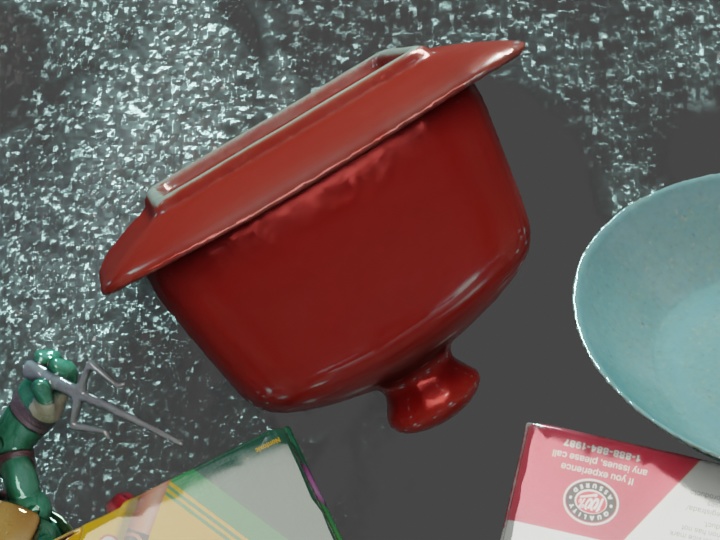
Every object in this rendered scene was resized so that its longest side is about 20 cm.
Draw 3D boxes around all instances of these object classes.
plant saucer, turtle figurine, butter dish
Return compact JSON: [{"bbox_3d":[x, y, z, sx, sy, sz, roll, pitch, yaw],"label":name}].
[{"bbox_3d":[0.187,0.032,1.083,0.199,0.039,0.202,2,39,-2],"label":"plant saucer"},{"bbox_3d":[-0.175,0.113,1.095,0.198,0.101,0.150,5,46,22],"label":"turtle figurine"},{"bbox_3d":[0.000,0.000,1.088,0.199,0.200,0.149,-30,97,-4],"label":"butter dish"}]

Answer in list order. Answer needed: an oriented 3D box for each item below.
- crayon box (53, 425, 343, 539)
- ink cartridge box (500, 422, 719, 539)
[{"bbox_3d":[-0.090,0.161,0.998,0.199,0.058,0.119,-26,73,-4],"label":"crayon box"},{"bbox_3d":[0.117,0.181,1.057,0.144,0.083,0.202,13,75,8],"label":"ink cartridge box"}]
